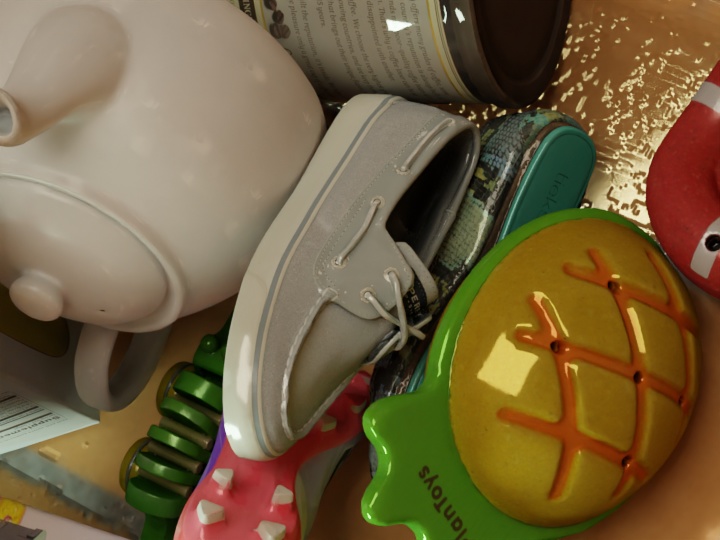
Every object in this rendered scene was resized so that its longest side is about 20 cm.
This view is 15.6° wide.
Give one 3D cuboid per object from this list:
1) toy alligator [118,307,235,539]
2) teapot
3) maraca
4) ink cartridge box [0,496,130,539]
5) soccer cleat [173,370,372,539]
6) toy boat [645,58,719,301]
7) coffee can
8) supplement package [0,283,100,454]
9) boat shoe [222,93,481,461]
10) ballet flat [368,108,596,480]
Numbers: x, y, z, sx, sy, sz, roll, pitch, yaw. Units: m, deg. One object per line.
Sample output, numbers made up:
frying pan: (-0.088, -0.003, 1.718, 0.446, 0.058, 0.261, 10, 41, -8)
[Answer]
toy alligator: (-0.070, 0.058, 1.281, 0.059, 0.054, 0.201, 22, 83, 27)
teapot: (-0.119, -0.037, 1.221, 0.197, 0.200, 0.146, -17, 41, 53)
maraca: (0.077, 0.060, 1.167, 0.200, 0.137, 0.107, -45, 22, -27)
ink cartridge box: (-0.209, 0.141, 1.209, 0.145, 0.199, 0.084, -15, 56, 62)
soccer cleat: (-0.043, 0.101, 1.206, 0.066, 0.200, 0.077, 20, 118, 3)
toy boat: (0.206, -0.076, 1.166, 0.130, 0.131, 0.200, 34, 88, 28)
coffee can: (-0.014, -0.153, 1.275, 0.199, 0.146, 0.147, 2, 74, 23)
supplement package: (-0.247, 0.004, 1.291, 0.150, 0.200, 0.152, -18, 67, 17)
boat shoe: (0.000, 0.000, 1.177, 0.071, 0.070, 0.201, 7, 53, 25)
ballet flat: (0.047, 0.015, 1.248, 0.074, 0.074, 0.201, 24, 81, 27)
